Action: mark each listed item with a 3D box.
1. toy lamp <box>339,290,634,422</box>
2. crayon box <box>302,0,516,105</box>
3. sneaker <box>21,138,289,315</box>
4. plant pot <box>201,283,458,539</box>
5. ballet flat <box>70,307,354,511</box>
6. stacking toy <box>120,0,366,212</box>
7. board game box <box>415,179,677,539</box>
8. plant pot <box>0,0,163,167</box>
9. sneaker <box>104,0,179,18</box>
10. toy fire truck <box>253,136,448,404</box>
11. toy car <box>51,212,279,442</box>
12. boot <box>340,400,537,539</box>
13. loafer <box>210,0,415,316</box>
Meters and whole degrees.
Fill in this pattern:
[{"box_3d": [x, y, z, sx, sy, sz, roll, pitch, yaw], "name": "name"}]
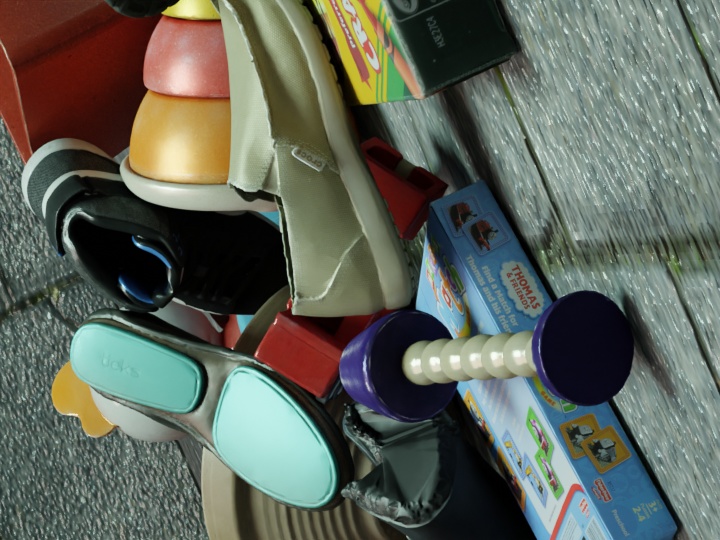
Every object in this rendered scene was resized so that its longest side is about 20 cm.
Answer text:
[{"box_3d": [0.052, 0.043, 1.224, 0.200, 0.058, 0.059, -7, 108, 62], "name": "toy lamp"}, {"box_3d": [0.003, -0.144, 1.217, 0.128, 0.051, 0.200, 66, 170, -6], "name": "crayon box"}, {"box_3d": [-0.105, 0.000, 1.528, 0.199, 0.073, 0.112, 23, -162, -28], "name": "sneaker"}, {"box_3d": [-0.003, 0.108, 1.578, 0.092, 0.201, 0.202, 10, 134, 32], "name": "plant pot"}, {"box_3d": [-0.073, 0.070, 1.470, 0.199, 0.068, 0.068, 29, 110, 24], "name": "ballet flat"}, {"box_3d": [-0.072, -0.142, 1.465, 0.146, 0.145, 0.201, -140, 43, -66], "name": "stacking toy"}, {"box_3d": [0.089, 0.072, 1.313, 0.201, 0.036, 0.151, 61, 169, 18], "name": "board game box"}, {"box_3d": [-0.163, -0.195, 1.583, 0.201, 0.175, 0.200, 63, 170, 19], "name": "plant pot"}, {"box_3d": [-0.097, -0.182, 1.323, 0.090, 0.200, 0.076, 24, 109, 25], "name": "sneaker"}, {"box_3d": [0.000, 0.000, 1.418, 0.049, 0.142, 0.200, 32, -173, 7], "name": "toy fire truck"}, {"box_3d": [-0.112, 0.044, 1.719, 0.185, 0.199, 0.178, 77, -177, -58], "name": "toy car"}, {"box_3d": [0.067, 0.164, 1.390, 0.168, 0.076, 0.201, 43, -165, -47], "name": "boot"}, {"box_3d": [-0.038, -0.065, 1.270, 0.076, 0.068, 0.201, 146, 100, -84], "name": "loafer"}]
